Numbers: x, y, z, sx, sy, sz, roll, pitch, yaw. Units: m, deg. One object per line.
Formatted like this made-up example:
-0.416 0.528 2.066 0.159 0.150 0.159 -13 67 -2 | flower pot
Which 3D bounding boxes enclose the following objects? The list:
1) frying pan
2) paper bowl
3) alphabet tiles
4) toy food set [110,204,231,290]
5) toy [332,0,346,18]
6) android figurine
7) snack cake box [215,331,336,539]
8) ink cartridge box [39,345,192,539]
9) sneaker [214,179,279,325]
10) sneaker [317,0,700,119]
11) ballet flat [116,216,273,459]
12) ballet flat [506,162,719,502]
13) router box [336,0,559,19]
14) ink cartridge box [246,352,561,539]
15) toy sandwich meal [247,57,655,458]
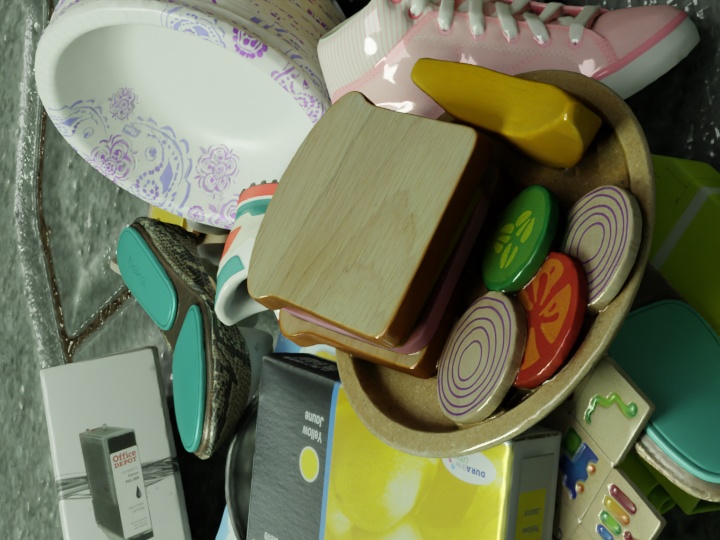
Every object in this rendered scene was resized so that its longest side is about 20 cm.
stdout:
-0.008 0.116 0.776 0.188 0.031 0.117 -11 79 43 | frying pan
-0.087 -0.123 0.854 0.199 0.200 0.105 -18 43 47 | paper bowl
0.060 0.082 0.671 0.200 0.006 0.168 51 129 38 | alphabet tiles
-0.123 -0.080 1.003 0.143 0.060 0.203 23 105 48 | toy food set
-0.037 -0.241 0.922 0.115 0.047 0.203 29 109 49 | toy
0.160 0.028 0.677 0.200 0.041 0.183 51 125 38 | android figurine
-0.019 0.137 0.861 0.115 0.067 0.203 34 113 44 | snack cake box
-0.161 0.173 0.968 0.147 0.082 0.203 107 152 -68 | ink cartridge box
-0.001 0.000 0.802 0.197 0.070 0.094 0 57 34 | sneaker
0.064 -0.118 0.719 0.198 0.075 0.106 -18 104 28 | sneaker
-0.095 0.035 0.888 0.201 0.074 0.068 60 138 44 | ballet flat
0.119 0.029 0.660 0.066 0.070 0.202 102 148 -53 | ballet flat
0.060 -0.206 0.788 0.200 0.051 0.150 -48 62 38 | router box
0.010 0.157 0.696 0.196 0.047 0.203 12 98 50 | ink cartridge box
0.037 -0.016 0.626 0.204 0.070 0.208 -28 48 36 | toy sandwich meal
